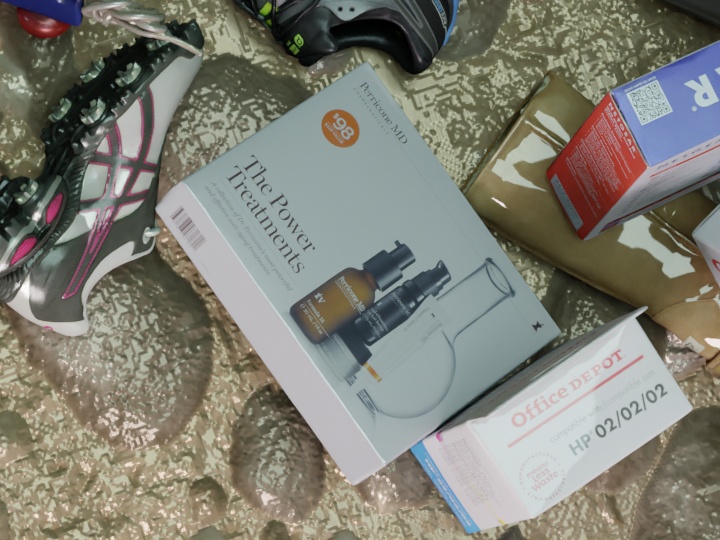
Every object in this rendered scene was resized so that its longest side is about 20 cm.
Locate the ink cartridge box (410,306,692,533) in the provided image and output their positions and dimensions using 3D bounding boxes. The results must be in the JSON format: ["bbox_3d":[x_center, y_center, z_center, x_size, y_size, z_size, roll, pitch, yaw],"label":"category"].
[{"bbox_3d":[0.110,0.087,1.638,0.115,0.200,0.068,-33,89,-13],"label":"ink cartridge box"}]

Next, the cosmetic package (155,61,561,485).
[{"bbox_3d":[0.000,0.000,1.684,0.151,0.052,0.200,-35,88,-32],"label":"cosmetic package"}]

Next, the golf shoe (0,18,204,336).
[{"bbox_3d":[-0.147,-0.057,1.687,0.088,0.077,0.200,43,76,-25],"label":"golf shoe"}]

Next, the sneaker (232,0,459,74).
[{"bbox_3d":[-0.039,-0.166,1.713,0.199,0.071,0.083,15,73,-11],"label":"sneaker"}]

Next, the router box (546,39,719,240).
[{"bbox_3d":[0.218,-0.096,1.637,0.200,0.180,0.049,-25,82,-12],"label":"router box"}]

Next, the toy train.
[{"bbox_3d":[-0.165,-0.200,1.680,0.200,0.085,0.116,19,65,5],"label":"toy train"}]

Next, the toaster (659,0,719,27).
[{"bbox_3d":[0.245,-0.236,1.722,0.118,0.181,0.200,25,77,-8],"label":"toaster"}]

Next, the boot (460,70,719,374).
[{"bbox_3d":[0.187,-0.055,1.744,0.200,0.066,0.175,36,77,-3],"label":"boot"}]

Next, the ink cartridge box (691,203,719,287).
[{"bbox_3d":[0.294,0.042,1.663,0.084,0.145,0.200,-42,128,-12],"label":"ink cartridge box"}]
